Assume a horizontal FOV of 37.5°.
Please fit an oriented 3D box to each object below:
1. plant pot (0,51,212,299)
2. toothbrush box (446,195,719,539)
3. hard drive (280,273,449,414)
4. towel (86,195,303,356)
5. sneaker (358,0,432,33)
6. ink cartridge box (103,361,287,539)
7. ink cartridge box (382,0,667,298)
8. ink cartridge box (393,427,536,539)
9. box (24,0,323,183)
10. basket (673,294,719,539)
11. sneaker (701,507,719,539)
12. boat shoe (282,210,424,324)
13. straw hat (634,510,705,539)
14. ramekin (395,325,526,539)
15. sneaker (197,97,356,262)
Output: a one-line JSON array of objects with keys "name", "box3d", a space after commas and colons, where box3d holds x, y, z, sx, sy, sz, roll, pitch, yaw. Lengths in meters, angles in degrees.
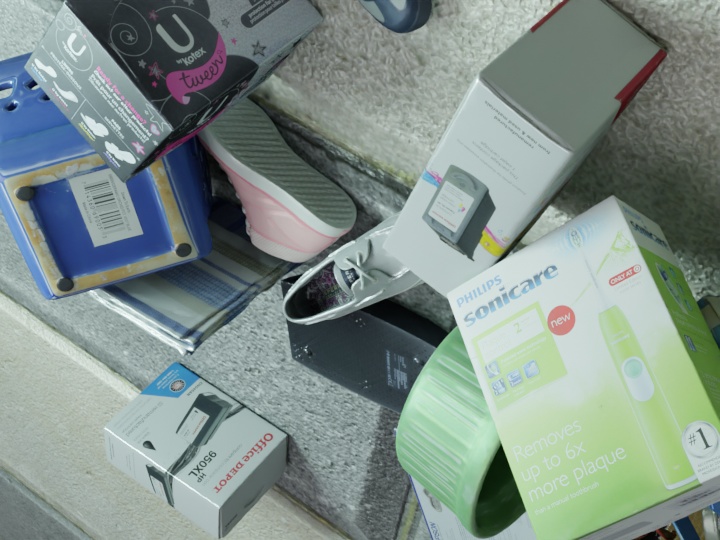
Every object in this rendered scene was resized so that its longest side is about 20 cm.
[{"name": "plant pot", "box3d": [-0.250, -0.097, 1.022, 0.180, 0.200, 0.200, -111, 7, -52]}, {"name": "toothbrush box", "box3d": [0.167, 0.075, 0.732, 0.146, 0.086, 0.200, -32, 59, 27]}, {"name": "hard drive", "box3d": [0.009, 0.080, 1.125, 0.200, 0.042, 0.135, 22, 138, 28]}, {"name": "towel", "box3d": [-0.163, -0.001, 1.082, 0.147, 0.200, 0.024, 27, 135, 22]}, {"name": "sneaker", "box3d": [-0.026, -0.256, 0.804, 0.200, 0.082, 0.070, 53, 143, -11]}, {"name": "ink cartridge box", "box3d": [-0.216, 0.235, 1.406, 0.200, 0.145, 0.084, 30, 140, 19]}, {"name": "ink cartridge box", "box3d": [0.115, -0.087, 0.776, 0.086, 0.148, 0.200, 39, 145, 9]}, {"name": "ink cartridge box", "box3d": [0.148, 0.254, 1.160, 0.200, 0.043, 0.196, 13, 134, 39]}, {"name": "box", "box3d": [-0.151, -0.191, 0.887, 0.132, 0.200, 0.115, 50, 144, -7]}, {"name": "basket", "box3d": [0.277, 0.123, 0.798, 0.176, 0.139, 0.200, 63, 142, 32]}, {"name": "sneaker", "box3d": [0.376, 0.269, 0.927, 0.106, 0.075, 0.200, -5, 126, 37]}, {"name": "boat shoe", "box3d": [0.000, 0.000, 1.010, 0.200, 0.069, 0.072, -23, 92, 40]}, {"name": "straw hat", "box3d": [0.245, 0.223, 0.990, 0.085, 0.201, 0.201, -119, 10, -58]}, {"name": "ramekin", "box3d": [0.121, 0.126, 0.938, 0.098, 0.200, 0.200, 32, 142, 29]}, {"name": "sneaker", "box3d": [-0.105, -0.086, 1.048, 0.200, 0.075, 0.105, 42, 139, -3]}]
